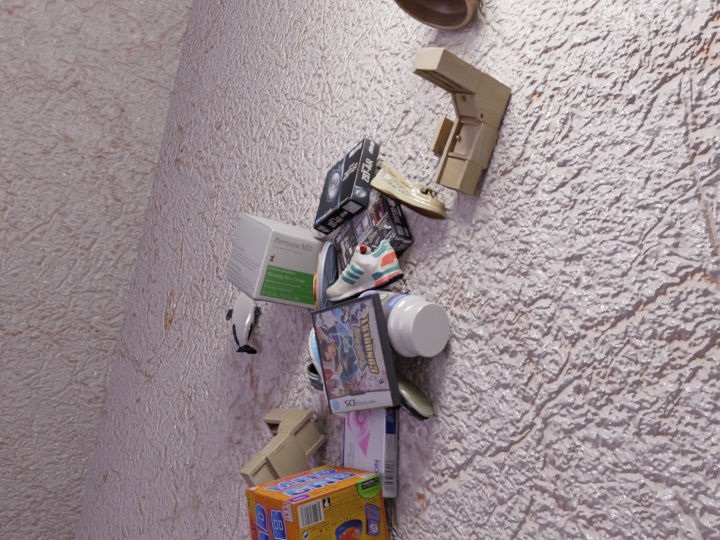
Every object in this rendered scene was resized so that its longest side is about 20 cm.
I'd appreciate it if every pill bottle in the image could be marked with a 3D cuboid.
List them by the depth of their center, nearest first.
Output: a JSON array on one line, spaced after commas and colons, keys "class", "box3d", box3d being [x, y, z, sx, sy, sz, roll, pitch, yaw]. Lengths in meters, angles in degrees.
[{"class": "pill bottle", "box3d": [0.074, 0.102, 1.301, 0.198, 0.111, 0.118, 4, 83, 57]}]

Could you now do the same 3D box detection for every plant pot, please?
[{"class": "plant pot", "box3d": [0.163, -0.611, 1.341, 0.198, 0.198, 0.178, 10, 71, 57]}]

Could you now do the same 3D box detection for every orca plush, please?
[{"class": "orca plush", "box3d": [-0.323, 0.161, 1.963, 0.103, 0.072, 0.203, -24, 53, -2]}]

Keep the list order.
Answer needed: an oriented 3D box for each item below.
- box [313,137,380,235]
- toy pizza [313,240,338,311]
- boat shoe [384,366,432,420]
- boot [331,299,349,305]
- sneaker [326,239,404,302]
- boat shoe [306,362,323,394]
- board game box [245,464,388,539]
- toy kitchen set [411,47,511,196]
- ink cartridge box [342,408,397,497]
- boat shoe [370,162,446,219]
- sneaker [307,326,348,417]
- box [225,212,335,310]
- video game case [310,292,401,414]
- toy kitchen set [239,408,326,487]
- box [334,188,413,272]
[{"class": "box", "box3d": [-0.033, -0.190, 1.571, 0.199, 0.043, 0.164, -29, 43, 57]}, {"class": "toy pizza", "box3d": [-0.080, 0.037, 1.521, 0.200, 0.031, 0.207, 2, -90, -81]}, {"class": "boat shoe", "box3d": [0.060, 0.231, 1.297, 0.199, 0.074, 0.067, 41, 105, 38]}, {"class": "boot", "box3d": [-0.031, 0.109, 1.440, 0.200, 0.072, 0.078, -59, -46, -82]}, {"class": "sneaker", "box3d": [0.000, 0.000, 1.417, 0.197, 0.069, 0.096, -22, 82, 39]}, {"class": "boat shoe", "box3d": [-0.058, 0.231, 1.486, 0.073, 0.063, 0.198, -41, 16, -29]}, {"class": "board game box", "box3d": [-0.080, 0.504, 1.297, 0.198, 0.196, 0.206, -14, 83, 54]}, {"class": "toy kitchen set", "box3d": [0.137, -0.275, 1.258, 0.162, 0.177, 0.205, 28, 99, 57]}, {"class": "ink cartridge box", "box3d": [0.004, 0.355, 1.397, 0.198, 0.042, 0.203, -20, 64, 52]}, {"class": "boat shoe", "box3d": [0.099, -0.161, 1.364, 0.198, 0.073, 0.064, 32, 91, 38]}, {"class": "sneaker", "box3d": [-0.041, 0.193, 1.405, 0.089, 0.078, 0.204, -34, 63, 19]}, {"class": "box", "box3d": [-0.195, -0.021, 1.675, 0.199, 0.195, 0.176, 25, 101, 54]}, {"class": "video game case", "box3d": [-0.013, 0.161, 1.287, 0.178, 0.025, 0.206, -17, 82, 44]}, {"class": "toy kitchen set", "box3d": [-0.182, 0.448, 1.554, 0.178, 0.199, 0.166, -12, 112, 53]}, {"class": "box", "box3d": [0.022, -0.066, 1.490, 0.201, 0.049, 0.161, -50, 42, 37]}]
